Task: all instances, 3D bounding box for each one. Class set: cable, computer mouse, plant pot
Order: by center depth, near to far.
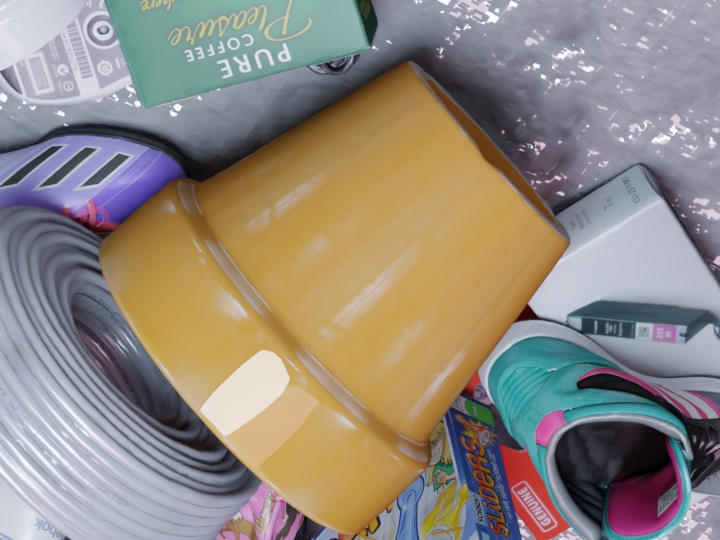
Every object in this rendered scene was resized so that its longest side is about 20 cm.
[{"bbox_3d":[-0.135,0.058,1.256,0.069,0.200,0.200,-39,152,16],"label":"cable"},{"bbox_3d":[-0.095,-0.137,1.260,0.199,0.044,0.110,-11,113,11],"label":"computer mouse"},{"bbox_3d":[0.000,0.000,1.279,0.183,0.200,0.200,-41,120,8],"label":"plant pot"}]

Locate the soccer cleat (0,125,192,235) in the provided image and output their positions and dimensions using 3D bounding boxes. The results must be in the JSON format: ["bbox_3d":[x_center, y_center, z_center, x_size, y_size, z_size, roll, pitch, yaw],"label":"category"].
[{"bbox_3d":[-0.189,-0.031,1.328,0.199,0.073,0.068,-1,128,1],"label":"soccer cleat"}]

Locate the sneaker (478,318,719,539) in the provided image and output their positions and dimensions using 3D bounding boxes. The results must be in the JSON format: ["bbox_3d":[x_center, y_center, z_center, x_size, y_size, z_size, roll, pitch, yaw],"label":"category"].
[{"bbox_3d":[0.163,0.101,1.335,0.199,0.121,0.084,20,116,-23],"label":"sneaker"}]

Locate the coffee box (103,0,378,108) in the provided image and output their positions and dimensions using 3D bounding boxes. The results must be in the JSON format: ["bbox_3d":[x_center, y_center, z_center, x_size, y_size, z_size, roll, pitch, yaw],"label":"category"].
[{"bbox_3d":[-0.077,-0.186,1.188,0.122,0.044,0.201,-15,110,13],"label":"coffee box"}]

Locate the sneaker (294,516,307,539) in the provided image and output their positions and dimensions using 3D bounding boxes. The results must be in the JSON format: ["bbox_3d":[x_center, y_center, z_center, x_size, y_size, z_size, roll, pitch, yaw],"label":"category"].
[{"bbox_3d":[-0.074,0.159,1.493,0.199,0.071,0.083,34,109,-26],"label":"sneaker"}]

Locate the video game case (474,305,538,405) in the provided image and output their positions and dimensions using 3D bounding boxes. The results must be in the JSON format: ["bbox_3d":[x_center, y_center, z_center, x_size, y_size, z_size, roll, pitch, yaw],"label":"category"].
[{"bbox_3d":[0.003,0.044,1.425,0.199,0.018,0.143,-29,123,21],"label":"video game case"}]

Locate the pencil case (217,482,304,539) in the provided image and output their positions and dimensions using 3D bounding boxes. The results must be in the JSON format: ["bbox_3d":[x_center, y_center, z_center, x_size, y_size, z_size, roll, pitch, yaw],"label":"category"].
[{"bbox_3d":[-0.120,0.099,1.390,0.199,0.087,0.083,21,100,11],"label":"pencil case"}]

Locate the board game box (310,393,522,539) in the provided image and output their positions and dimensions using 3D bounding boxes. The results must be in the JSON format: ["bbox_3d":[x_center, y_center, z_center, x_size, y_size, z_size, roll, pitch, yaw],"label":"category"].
[{"bbox_3d":[0.012,0.179,1.390,0.034,0.136,0.200,25,119,-25],"label":"board game box"}]

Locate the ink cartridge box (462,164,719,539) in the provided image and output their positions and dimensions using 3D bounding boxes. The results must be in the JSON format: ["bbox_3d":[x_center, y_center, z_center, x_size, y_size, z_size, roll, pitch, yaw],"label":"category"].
[{"bbox_3d":[0.133,0.062,1.403,0.173,0.044,0.200,-32,123,8],"label":"ink cartridge box"}]

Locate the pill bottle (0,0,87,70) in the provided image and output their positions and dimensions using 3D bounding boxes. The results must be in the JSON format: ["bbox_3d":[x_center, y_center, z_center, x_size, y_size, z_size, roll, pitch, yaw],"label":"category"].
[{"bbox_3d":[-0.209,-0.192,1.162,0.111,0.111,0.200,-23,118,18],"label":"pill bottle"}]

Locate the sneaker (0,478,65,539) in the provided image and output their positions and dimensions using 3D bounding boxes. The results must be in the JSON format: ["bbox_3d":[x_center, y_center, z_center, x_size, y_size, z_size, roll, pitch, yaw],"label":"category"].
[{"bbox_3d":[-0.232,0.120,1.327,0.199,0.087,0.074,2,154,37],"label":"sneaker"}]
